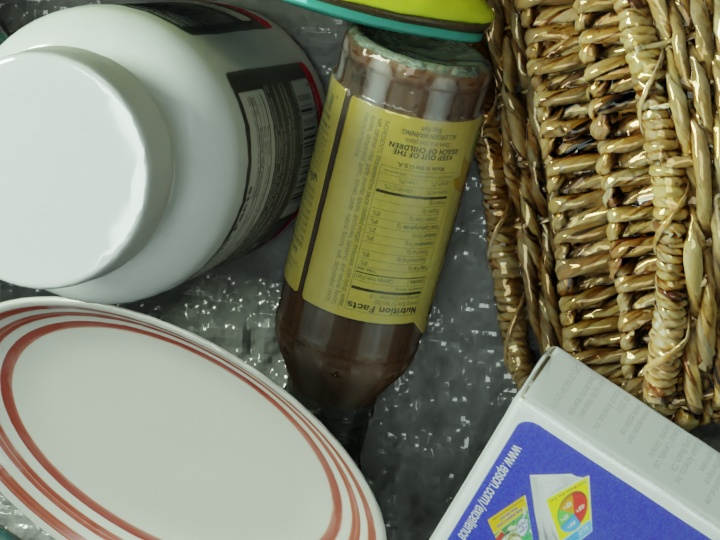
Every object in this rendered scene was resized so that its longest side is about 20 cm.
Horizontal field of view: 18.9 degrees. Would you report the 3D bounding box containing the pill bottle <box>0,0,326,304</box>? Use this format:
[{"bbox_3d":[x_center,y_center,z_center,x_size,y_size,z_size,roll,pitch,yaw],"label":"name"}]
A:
[{"bbox_3d":[-0.086,-0.047,0.828,0.110,0.200,0.111,2,98,13],"label":"pill bottle"}]

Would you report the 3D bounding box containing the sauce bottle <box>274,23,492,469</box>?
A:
[{"bbox_3d":[0.000,0.000,0.880,0.064,0.065,0.201,20,113,9],"label":"sauce bottle"}]

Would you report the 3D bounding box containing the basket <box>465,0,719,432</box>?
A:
[{"bbox_3d":[0.104,-0.041,0.816,0.148,0.143,0.201,-6,97,13],"label":"basket"}]

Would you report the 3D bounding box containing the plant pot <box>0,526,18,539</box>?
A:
[{"bbox_3d":[-0.230,0.214,0.901,0.199,0.196,0.201,2,99,13],"label":"plant pot"}]

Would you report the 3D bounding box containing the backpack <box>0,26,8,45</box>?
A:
[{"bbox_3d":[-0.232,-0.041,0.896,0.199,0.127,0.167,-24,117,19],"label":"backpack"}]

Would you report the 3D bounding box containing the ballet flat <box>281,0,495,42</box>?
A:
[{"bbox_3d":[-0.041,-0.130,0.812,0.199,0.067,0.067,6,102,-10],"label":"ballet flat"}]

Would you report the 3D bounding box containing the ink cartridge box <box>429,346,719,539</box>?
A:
[{"bbox_3d":[0.115,0.149,0.826,0.200,0.047,0.198,33,137,6],"label":"ink cartridge box"}]

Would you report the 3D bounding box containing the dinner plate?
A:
[{"bbox_3d":[-0.079,0.075,0.886,0.199,0.024,0.201,16,142,13],"label":"dinner plate"}]
